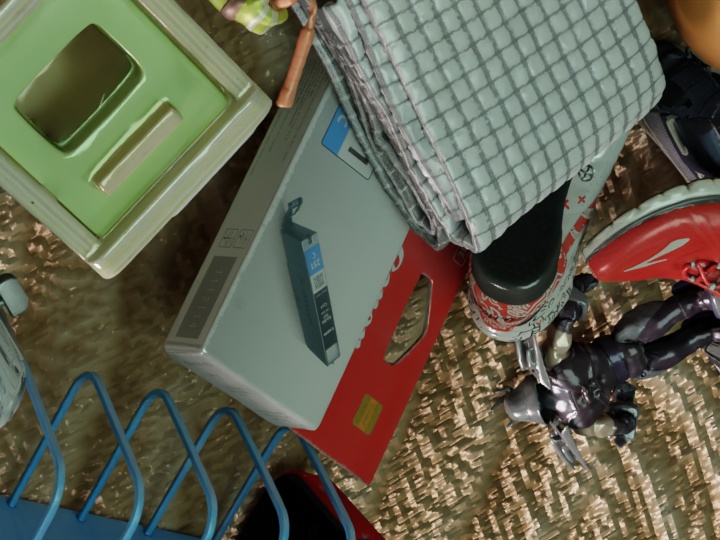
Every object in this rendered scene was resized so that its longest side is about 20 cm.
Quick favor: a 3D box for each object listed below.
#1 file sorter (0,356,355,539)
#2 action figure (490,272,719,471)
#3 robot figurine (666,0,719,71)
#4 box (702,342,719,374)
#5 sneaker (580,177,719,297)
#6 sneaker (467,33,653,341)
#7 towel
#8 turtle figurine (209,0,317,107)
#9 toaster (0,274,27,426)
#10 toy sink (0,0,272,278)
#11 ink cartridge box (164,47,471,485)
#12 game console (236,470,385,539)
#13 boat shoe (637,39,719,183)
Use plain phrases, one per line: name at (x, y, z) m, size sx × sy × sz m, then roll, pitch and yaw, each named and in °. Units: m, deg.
file sorter at (-0.122, 0.143, 1.213) m, size 0.199 × 0.139 × 0.123 m, roll 17°, pitch 115°, yaw -32°
action figure at (0.174, 0.050, 1.384) m, size 0.199 × 0.069 × 0.130 m, roll -25°, pitch 129°, yaw -1°
robot figurine at (0.262, -0.186, 1.282) m, size 0.200 × 0.116 × 0.144 m, roll -35°, pitch 114°, yaw -22°
box at (0.350, 0.042, 1.481) m, size 0.200 × 0.050 × 0.158 m, roll -44°, pitch 125°, yaw -3°
sneaker at (0.231, -0.005, 1.294) m, size 0.199 × 0.085 × 0.077 m, roll -3°, pitch 157°, yaw -15°
sneaker at (0.117, -0.053, 1.313) m, size 0.108 × 0.067 × 0.202 m, roll 89°, pitch 24°, yaw -66°
towel at (0.059, -0.135, 1.197) m, size 0.165 × 0.085 × 0.201 m, roll -37°, pitch 112°, yaw -21°
turtle figurine at (-0.082, -0.187, 1.086) m, size 0.064 × 0.161 × 0.201 m, roll -20°, pitch 120°, yaw -18°
toaster at (-0.266, 0.052, 1.107) m, size 0.200 × 0.129 × 0.114 m, roll -33°, pitch 122°, yaw -11°
toy sink at (-0.134, -0.085, 1.135) m, size 0.130 × 0.112 × 0.200 m, roll -46°, pitch 124°, yaw -2°
ink cartridge box at (0.000, 0.000, 1.242) m, size 0.176 × 0.045 × 0.201 m, roll 37°, pitch 70°, yaw -34°
game console at (-0.039, 0.226, 1.269) m, size 0.031 × 0.200 × 0.177 m, roll 23°, pitch 100°, yaw -32°
boat shoe at (0.249, -0.060, 1.357) m, size 0.200 × 0.093 × 0.075 m, roll 36°, pitch 93°, yaw -34°
